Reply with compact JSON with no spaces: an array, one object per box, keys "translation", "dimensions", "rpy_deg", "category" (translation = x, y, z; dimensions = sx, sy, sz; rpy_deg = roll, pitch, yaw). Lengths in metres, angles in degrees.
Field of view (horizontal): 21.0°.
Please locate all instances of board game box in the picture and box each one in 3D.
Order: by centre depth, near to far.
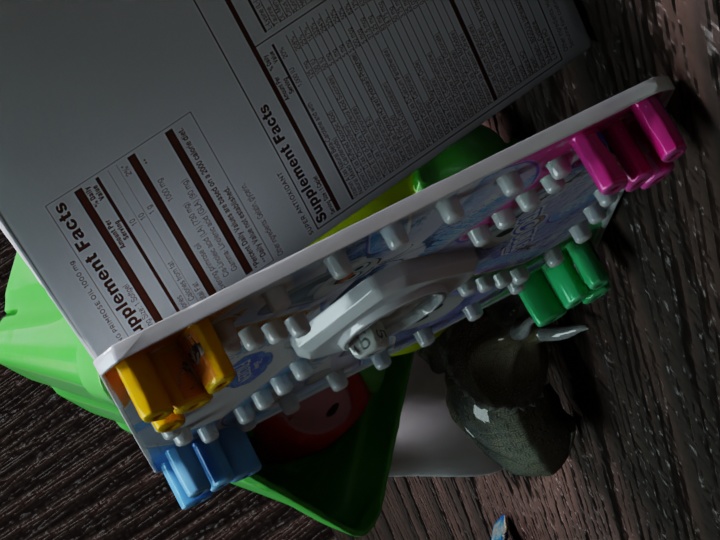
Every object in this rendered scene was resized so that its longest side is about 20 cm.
[{"translation":[0.012,0.017,0.679],"dimensions":[0.026,0.199,0.200],"rpy_deg":[62,172,13],"category":"board game box"}]

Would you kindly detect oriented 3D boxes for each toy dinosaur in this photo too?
[{"translation":[0.068,0.059,0.951],"dimensions":[0.201,0.076,0.103],"rpy_deg":[72,175,-48],"category":"toy dinosaur"}]

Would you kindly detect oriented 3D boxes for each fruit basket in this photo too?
[{"translation":[-0.023,0.013,0.823],"dimensions":[0.213,0.157,0.216],"rpy_deg":[11,160,4],"category":"fruit basket"}]

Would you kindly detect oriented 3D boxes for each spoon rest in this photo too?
[{"translation":[0.028,0.072,1.015],"dimensions":[0.100,0.060,0.200],"rpy_deg":[57,-155,10],"category":"spoon rest"}]

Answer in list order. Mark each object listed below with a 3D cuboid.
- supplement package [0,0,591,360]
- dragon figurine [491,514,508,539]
[{"translation":[-0.067,-0.106,0.677],"dimensions":[0.148,0.199,0.191],"rpy_deg":[61,169,-32],"category":"supplement package"},{"translation":[0.096,0.219,1.413],"dimensions":[0.059,0.099,0.200],"rpy_deg":[54,152,18],"category":"dragon figurine"}]
